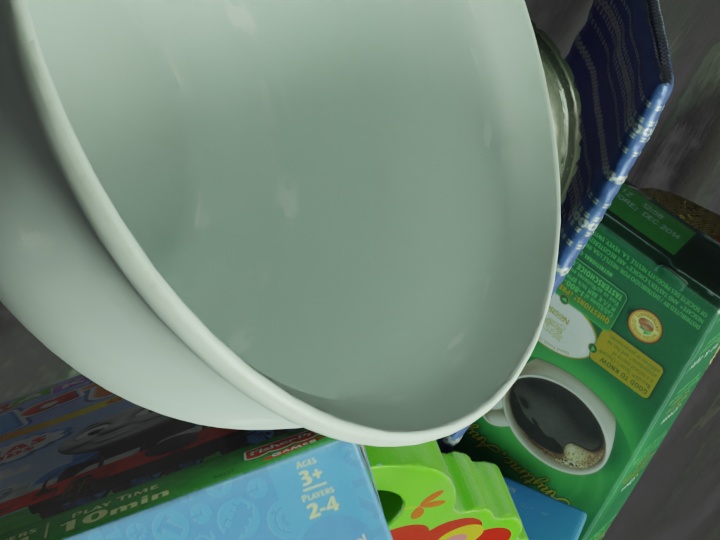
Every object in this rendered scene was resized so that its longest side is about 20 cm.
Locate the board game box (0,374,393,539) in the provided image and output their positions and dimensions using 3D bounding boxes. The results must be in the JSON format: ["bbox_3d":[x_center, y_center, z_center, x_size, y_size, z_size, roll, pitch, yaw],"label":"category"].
[{"bbox_3d":[-0.072,0.061,0.634,0.151,0.037,0.200,-20,-171,0],"label":"board game box"}]

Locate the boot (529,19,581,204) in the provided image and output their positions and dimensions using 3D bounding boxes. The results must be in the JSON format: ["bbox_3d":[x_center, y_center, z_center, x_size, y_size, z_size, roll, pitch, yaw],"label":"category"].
[{"bbox_3d":[0.000,0.000,0.882,0.130,0.068,0.200,-28,154,-46],"label":"boot"}]

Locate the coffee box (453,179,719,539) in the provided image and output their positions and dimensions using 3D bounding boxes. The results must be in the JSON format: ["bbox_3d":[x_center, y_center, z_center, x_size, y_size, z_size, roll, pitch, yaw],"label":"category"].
[{"bbox_3d":[0.091,0.044,1.106,0.044,0.123,0.200,-36,156,-46],"label":"coffee box"}]

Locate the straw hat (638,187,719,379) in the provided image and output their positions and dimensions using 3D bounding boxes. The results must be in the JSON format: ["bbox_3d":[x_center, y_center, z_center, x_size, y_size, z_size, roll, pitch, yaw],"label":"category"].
[{"bbox_3d":[0.162,0.003,1.259,0.201,0.085,0.201,-56,174,-9],"label":"straw hat"}]

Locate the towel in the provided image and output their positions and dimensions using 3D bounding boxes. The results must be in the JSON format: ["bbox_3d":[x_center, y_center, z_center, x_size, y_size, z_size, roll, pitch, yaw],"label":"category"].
[{"bbox_3d":[0.066,-0.022,0.966,0.200,0.024,0.145,-60,-168,24],"label":"towel"}]

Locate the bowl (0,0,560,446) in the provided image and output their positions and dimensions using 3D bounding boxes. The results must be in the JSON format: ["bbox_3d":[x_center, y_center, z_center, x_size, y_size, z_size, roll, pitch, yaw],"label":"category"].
[{"bbox_3d":[-0.044,-0.047,0.549,0.090,0.202,0.201,-19,-179,32],"label":"bowl"}]

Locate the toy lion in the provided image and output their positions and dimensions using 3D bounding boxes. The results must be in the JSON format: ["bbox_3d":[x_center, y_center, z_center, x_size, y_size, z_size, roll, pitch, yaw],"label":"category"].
[{"bbox_3d":[-0.019,0.110,0.913,0.191,0.069,0.200,-10,151,-22],"label":"toy lion"}]

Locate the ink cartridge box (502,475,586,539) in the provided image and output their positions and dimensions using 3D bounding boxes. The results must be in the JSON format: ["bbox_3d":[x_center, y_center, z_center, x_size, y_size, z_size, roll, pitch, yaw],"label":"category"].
[{"bbox_3d":[0.028,0.200,1.064,0.116,0.068,0.200,107,9,-48],"label":"ink cartridge box"}]
